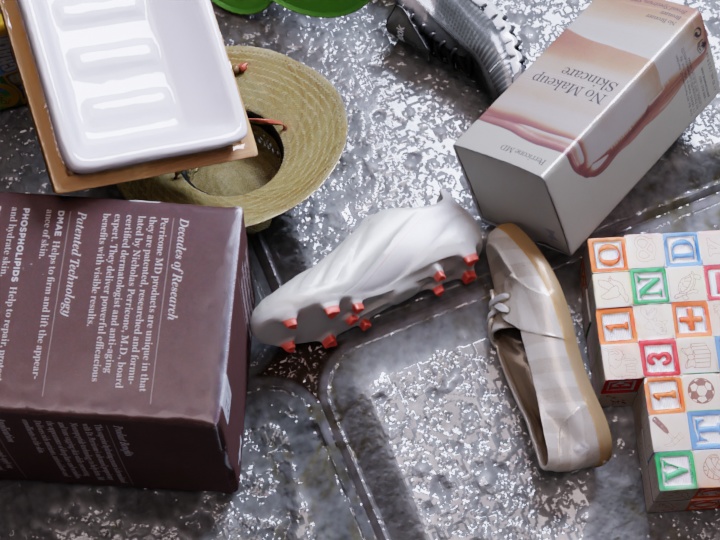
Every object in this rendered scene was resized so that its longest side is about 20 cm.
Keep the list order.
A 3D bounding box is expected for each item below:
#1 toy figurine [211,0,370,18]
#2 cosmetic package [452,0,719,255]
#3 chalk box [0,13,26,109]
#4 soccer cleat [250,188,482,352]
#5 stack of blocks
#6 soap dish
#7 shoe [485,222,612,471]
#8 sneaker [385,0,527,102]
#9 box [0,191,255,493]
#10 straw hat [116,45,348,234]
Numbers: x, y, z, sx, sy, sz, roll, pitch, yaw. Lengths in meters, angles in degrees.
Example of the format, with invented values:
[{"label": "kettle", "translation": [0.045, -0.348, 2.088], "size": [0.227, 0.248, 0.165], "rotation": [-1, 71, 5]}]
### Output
[{"label": "toy figurine", "translation": [-0.030, -0.317, 1.370], "size": [0.150, 0.199, 0.185], "rotation": [50, 47, -22]}, {"label": "cosmetic package", "translation": [0.178, -0.120, 1.273], "size": [0.103, 0.088, 0.200], "rotation": [23, 61, 41]}, {"label": "chalk box", "translation": [-0.279, -0.216, 1.317], "size": [0.198, 0.124, 0.126], "rotation": [-15, 68, -7]}, {"label": "soccer cleat", "translation": [0.000, 0.000, 1.261], "size": [0.198, 0.070, 0.078], "rotation": [-22, 63, -17]}, {"label": "stack of blocks", "translation": [0.234, 0.075, 1.229], "size": [0.114, 0.059, 0.202], "rotation": [-4, 67, -2]}, {"label": "soap dish", "translation": [-0.177, -0.156, 1.181], "size": [0.156, 0.081, 0.202], "rotation": [-13, 79, -27]}, {"label": "shoe", "translation": [0.130, 0.057, 1.231], "size": [0.053, 0.070, 0.202], "rotation": [-14, 70, -15]}, {"label": "sneaker", "translation": [0.071, -0.198, 1.345], "size": [0.090, 0.067, 0.201], "rotation": [-23, 66, -6]}, {"label": "box", "translation": [-0.184, 0.055, 1.179], "size": [0.198, 0.166, 0.166], "rotation": [3, 66, 1]}, {"label": "straw hat", "translation": [-0.098, -0.079, 1.281], "size": [0.199, 0.086, 0.203], "rotation": [-4, 50, 5]}]
